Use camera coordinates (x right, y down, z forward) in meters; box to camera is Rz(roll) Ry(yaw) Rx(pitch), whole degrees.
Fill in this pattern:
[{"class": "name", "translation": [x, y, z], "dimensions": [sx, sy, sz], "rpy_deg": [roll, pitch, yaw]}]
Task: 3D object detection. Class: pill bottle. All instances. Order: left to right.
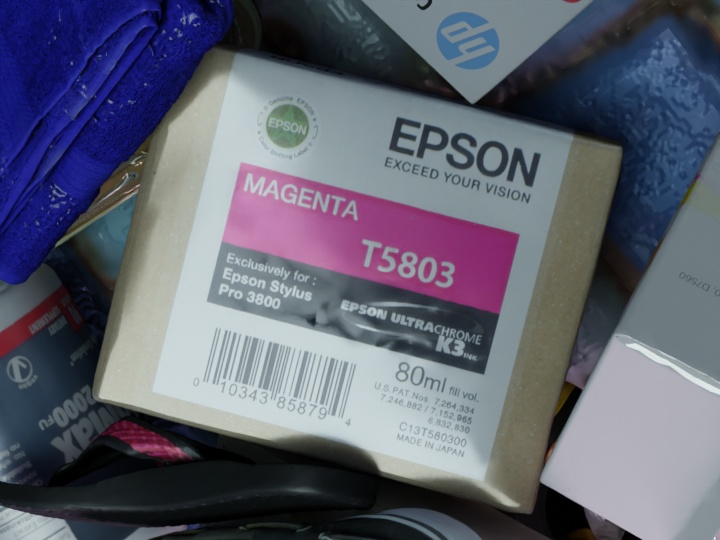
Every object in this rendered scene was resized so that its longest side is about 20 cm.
[{"class": "pill bottle", "translation": [-0.153, 0.109, 1.058], "dimensions": [0.119, 0.120, 0.200], "rpy_deg": [-27, 100, 27]}]

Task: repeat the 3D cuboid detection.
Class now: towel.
[{"class": "towel", "translation": [-0.143, -0.103, 0.918], "dimensions": [0.200, 0.049, 0.148], "rpy_deg": [-44, 66, 40]}]

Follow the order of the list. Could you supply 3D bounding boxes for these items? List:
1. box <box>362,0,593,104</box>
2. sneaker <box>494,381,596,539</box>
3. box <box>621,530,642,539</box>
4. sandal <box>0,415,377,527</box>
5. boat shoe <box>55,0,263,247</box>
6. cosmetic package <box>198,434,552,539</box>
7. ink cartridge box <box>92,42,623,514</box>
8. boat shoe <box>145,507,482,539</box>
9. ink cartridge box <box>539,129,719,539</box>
[{"class": "box", "translation": [0.057, -0.181, 0.836], "dimensions": [0.156, 0.041, 0.200], "rpy_deg": [42, 129, -11]}, {"class": "sneaker", "translation": [0.064, 0.138, 1.014], "dimensions": [0.090, 0.070, 0.201], "rpy_deg": [21, 115, 15]}, {"class": "box", "translation": [0.169, 0.131, 0.942], "dimensions": [0.199, 0.121, 0.032], "rpy_deg": [-24, 102, 27]}, {"class": "sandal", "translation": [-0.079, 0.087, 0.939], "dimensions": [0.199, 0.075, 0.045], "rpy_deg": [-8, 76, 32]}, {"class": "boat shoe", "translation": [-0.126, -0.060, 1.003], "dimensions": [0.072, 0.076, 0.200], "rpy_deg": [47, 116, 1]}, {"class": "cosmetic package", "translation": [0.015, 0.148, 0.943], "dimensions": [0.200, 0.071, 0.106], "rpy_deg": [22, 106, 43]}, {"class": "ink cartridge box", "translation": [0.000, 0.000, 0.931], "dimensions": [0.199, 0.075, 0.166], "rpy_deg": [14, 95, 4]}, {"class": "boat shoe", "translation": [-0.029, 0.137, 0.896], "dimensions": [0.200, 0.056, 0.069], "rpy_deg": [-9, 83, 45]}, {"class": "ink cartridge box", "translation": [0.167, 0.030, 0.839], "dimensions": [0.125, 0.200, 0.129], "rpy_deg": [28, 147, 9]}]
